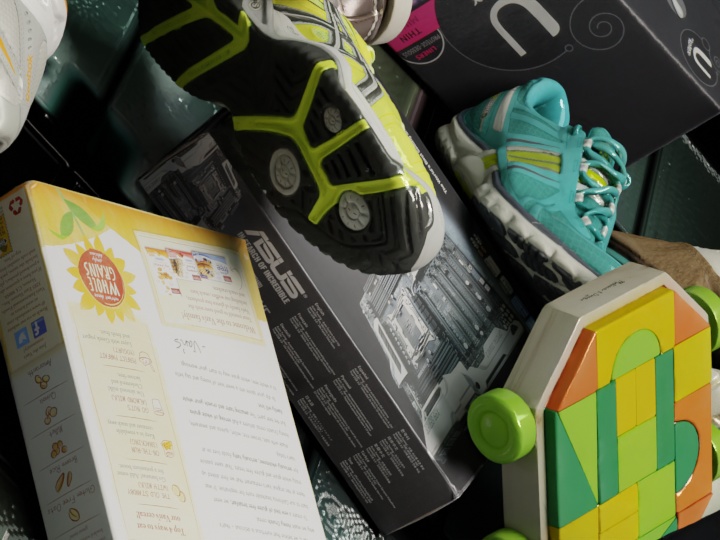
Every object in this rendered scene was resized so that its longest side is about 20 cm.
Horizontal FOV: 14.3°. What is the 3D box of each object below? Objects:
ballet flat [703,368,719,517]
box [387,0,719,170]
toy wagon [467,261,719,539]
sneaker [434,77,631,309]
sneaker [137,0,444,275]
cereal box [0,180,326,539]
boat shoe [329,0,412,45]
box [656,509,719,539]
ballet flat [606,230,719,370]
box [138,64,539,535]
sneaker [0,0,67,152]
[{"bbox_3d":[0.161,0.093,1.470,0.068,0.075,0.200,43,34,-24],"label":"ballet flat"},{"bbox_3d":[0.089,-0.150,1.524,0.200,0.122,0.106,43,34,-26],"label":"box"},{"bbox_3d":[0.116,0.100,1.326,0.155,0.039,0.201,-25,120,-41],"label":"toy wagon"},{"bbox_3d":[0.097,-0.038,1.414,0.078,0.079,0.200,55,4,-35],"label":"sneaker"},{"bbox_3d":[-0.016,-0.078,1.235,0.076,0.076,0.200,-7,47,-40],"label":"sneaker"},{"bbox_3d":[-0.078,0.070,1.166,0.144,0.039,0.201,17,51,-52],"label":"cereal box"},{"bbox_3d":[-0.058,-0.178,1.357,0.059,0.072,0.200,-19,60,-44],"label":"boat shoe"},{"bbox_3d":[0.137,0.227,1.196,0.117,0.200,0.197,37,38,-33],"label":"box"},{"bbox_3d":[0.208,0.034,1.529,0.200,0.072,0.068,46,-15,31],"label":"ballet flat"},{"bbox_3d":[0.000,0.000,1.334,0.200,0.050,0.158,56,31,-7],"label":"box"},{"bbox_3d":[-0.195,-0.118,1.126,0.200,0.076,0.092,36,42,-33],"label":"sneaker"}]
